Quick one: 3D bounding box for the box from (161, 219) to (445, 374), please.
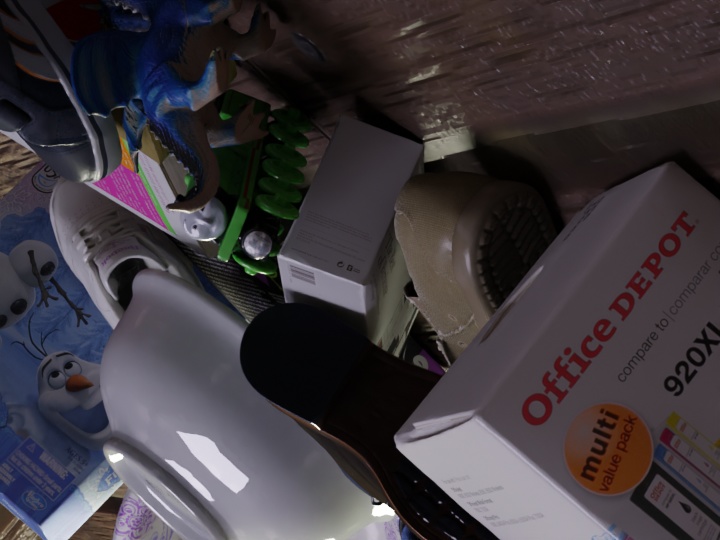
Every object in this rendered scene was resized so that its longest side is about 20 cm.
[{"bbox_3d":[-0.047,0.004,1.728,0.200,0.036,0.143,46,164,-27],"label":"box"}]

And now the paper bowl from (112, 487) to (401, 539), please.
[{"bbox_3d":[-0.049,0.166,1.809,0.201,0.201,0.104,42,-161,-8],"label":"paper bowl"}]

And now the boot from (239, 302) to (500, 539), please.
[{"bbox_3d":[0.032,0.091,1.449,0.200,0.075,0.097,39,176,15],"label":"boot"}]

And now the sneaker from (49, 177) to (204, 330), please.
[{"bbox_3d":[-0.139,-0.008,1.788,0.200,0.075,0.100,52,173,37],"label":"sneaker"}]

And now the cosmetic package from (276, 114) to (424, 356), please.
[{"bbox_3d":[0.000,0.000,1.493,0.051,0.083,0.200,19,162,9],"label":"cosmetic package"}]

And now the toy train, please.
[{"bbox_3d":[-0.058,-0.047,1.420,0.056,0.042,0.200,22,-163,-5],"label":"toy train"}]

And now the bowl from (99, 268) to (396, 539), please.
[{"bbox_3d":[-0.081,0.099,1.624,0.201,0.090,0.201,40,164,14],"label":"bowl"}]

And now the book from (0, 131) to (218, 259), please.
[{"bbox_3d":[-0.158,-0.096,1.627,0.200,0.048,0.134,31,151,37],"label":"book"}]

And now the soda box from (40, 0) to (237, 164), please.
[{"bbox_3d":[-0.163,-0.144,1.505,0.200,0.068,0.064,35,165,18],"label":"soda box"}]

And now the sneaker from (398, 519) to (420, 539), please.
[{"bbox_3d":[0.079,0.136,1.648,0.081,0.115,0.199,29,162,37],"label":"sneaker"}]

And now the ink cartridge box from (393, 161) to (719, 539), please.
[{"bbox_3d":[0.144,0.078,1.252,0.200,0.147,0.145,40,165,-5],"label":"ink cartridge box"}]

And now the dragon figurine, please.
[{"bbox_3d":[-0.099,-0.088,1.380,0.099,0.200,0.059,-12,142,22],"label":"dragon figurine"}]

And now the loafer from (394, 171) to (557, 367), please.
[{"bbox_3d":[0.066,0.012,1.413,0.067,0.076,0.200,34,156,31],"label":"loafer"}]

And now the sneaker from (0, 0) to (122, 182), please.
[{"bbox_3d":[-0.194,-0.113,1.417,0.078,0.079,0.200,16,141,54],"label":"sneaker"}]

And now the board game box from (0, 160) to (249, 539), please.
[{"bbox_3d":[-0.195,0.046,1.856,0.200,0.199,0.043,37,164,29],"label":"board game box"}]
